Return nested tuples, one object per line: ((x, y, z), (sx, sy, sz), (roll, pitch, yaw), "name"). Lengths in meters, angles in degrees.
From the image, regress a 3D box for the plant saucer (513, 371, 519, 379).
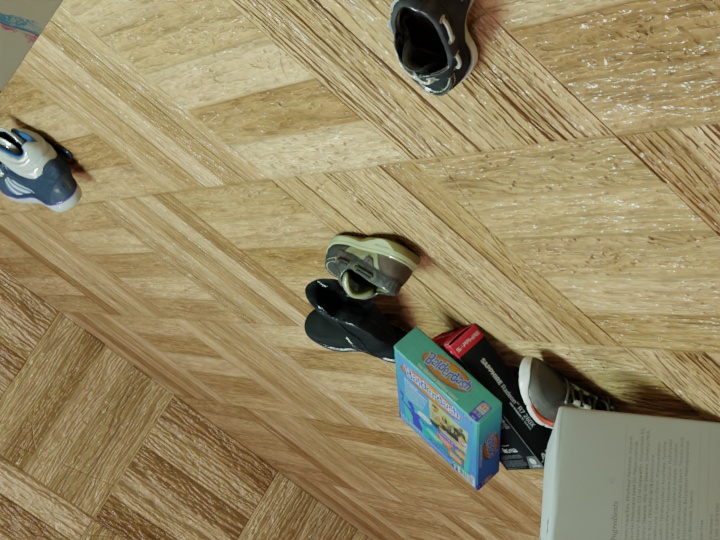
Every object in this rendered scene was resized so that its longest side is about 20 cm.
((0.244, 0.208, 2.070), (0.199, 0.037, 0.200), (37, 164, -14), "plant saucer")

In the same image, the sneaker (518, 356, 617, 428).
((0.268, 0.162, 1.877), (0.082, 0.077, 0.200), (-20, 132, 36), "sneaker")

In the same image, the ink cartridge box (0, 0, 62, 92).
((-0.420, -0.281, 1.587), (0.145, 0.201, 0.145), (20, 162, 37), "ink cartridge box")

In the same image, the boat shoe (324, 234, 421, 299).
((0.001, 0.001, 1.859), (0.072, 0.066, 0.201), (35, 164, -22), "boat shoe")

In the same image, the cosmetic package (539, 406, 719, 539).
((0.311, 0.263, 1.771), (0.199, 0.166, 0.165), (6, 159, 4), "cosmetic package")

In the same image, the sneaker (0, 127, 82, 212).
((-0.507, -0.168, 2.298), (0.200, 0.081, 0.147), (20, 152, 44), "sneaker")

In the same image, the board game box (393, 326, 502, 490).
((0.111, 0.178, 1.971), (0.152, 0.045, 0.200), (42, 160, 24), "board game box")

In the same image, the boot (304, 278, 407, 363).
((-0.030, 0.061, 2.036), (0.164, 0.066, 0.200), (11, 170, 23), "boot")

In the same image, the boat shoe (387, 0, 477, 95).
((0.056, -0.185, 1.241), (0.074, 0.060, 0.200), (29, 163, 6), "boat shoe")

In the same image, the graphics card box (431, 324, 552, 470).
((0.166, 0.163, 1.967), (0.200, 0.051, 0.125), (53, 161, -4), "graphics card box")
